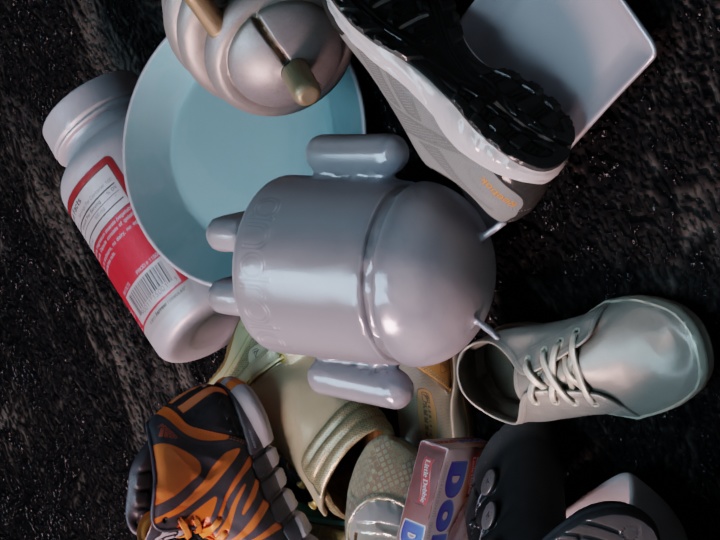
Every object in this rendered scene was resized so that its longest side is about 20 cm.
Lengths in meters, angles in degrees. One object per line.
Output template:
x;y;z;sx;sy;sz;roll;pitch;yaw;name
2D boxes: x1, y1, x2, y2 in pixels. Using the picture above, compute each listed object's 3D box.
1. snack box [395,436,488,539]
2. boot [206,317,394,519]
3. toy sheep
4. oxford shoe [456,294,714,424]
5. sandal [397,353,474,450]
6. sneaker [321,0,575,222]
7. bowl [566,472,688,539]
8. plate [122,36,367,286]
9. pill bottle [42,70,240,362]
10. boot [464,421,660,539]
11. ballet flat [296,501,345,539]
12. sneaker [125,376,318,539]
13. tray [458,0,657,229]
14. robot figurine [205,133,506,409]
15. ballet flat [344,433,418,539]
0.042;0.209;1.291;0.024;0.072;0.202;18;97;33;snack box
-0.047;0.127;1.415;0.156;0.072;0.201;55;137;32;boot
-0.065;-0.166;1.243;0.201;0.137;0.139;-109;25;-47;toy sheep
0.130;0.059;1.180;0.199;0.057;0.076;-9;98;52;oxford shoe
0.031;0.053;1.304;0.080;0.054;0.202;15;119;48;sandal
0.040;-0.107;1.162;0.200;0.074;0.080;50;146;23;sneaker
0.134;0.244;1.191;0.074;0.201;0.200;25;141;-14;bowl
-0.077;-0.087;1.343;0.199;0.026;0.202;-2;87;30;plate
-0.148;-0.043;1.436;0.201;0.112;0.112;56;142;16;pill bottle
0.114;0.150;1.169;0.065;0.200;0.165;30;116;-10;boot
-0.038;0.206;1.439;0.199;0.070;0.071;6;112;57;ballet flat
-0.098;0.183;1.356;0.077;0.111;0.201;-21;93;60;sneaker
0.101;-0.117;1.156;0.108;0.022;0.200;59;143;14;tray
0.000;0.000;1.217;0.199;0.113;0.171;4;104;31;robot figurine
0.017;0.212;1.319;0.067;0.062;0.202;5;106;5;ballet flat
